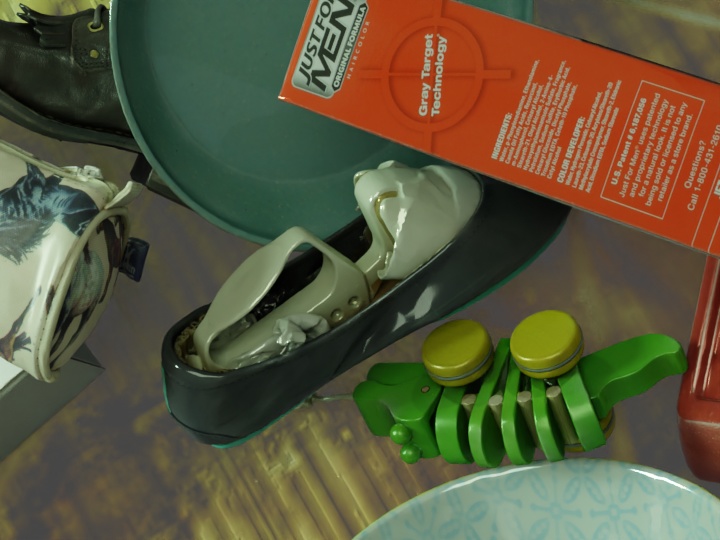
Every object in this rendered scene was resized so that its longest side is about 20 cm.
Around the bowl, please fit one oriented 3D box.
[{"bbox_3d":[0.074,0.180,0.733,0.199,0.200,0.108,-11,122,10],"label":"bowl"}]

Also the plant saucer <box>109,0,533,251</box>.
[{"bbox_3d":[-0.019,-0.109,0.796,0.199,0.036,0.201,-8,107,-26],"label":"plant saucer"}]

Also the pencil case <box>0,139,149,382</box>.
[{"bbox_3d":[-0.188,-0.037,0.771,0.199,0.078,0.090,28,84,11],"label":"pencil case"}]

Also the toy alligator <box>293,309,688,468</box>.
[{"bbox_3d":[0.039,0.060,0.784,0.199,0.059,0.054,-7,41,21],"label":"toy alligator"}]

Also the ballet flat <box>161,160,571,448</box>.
[{"bbox_3d":[0.000,0.000,0.776,0.200,0.073,0.073,-33,76,-5],"label":"ballet flat"}]

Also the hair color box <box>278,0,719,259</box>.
[{"bbox_3d":[0.080,-0.057,0.715,0.199,0.101,0.062,21,95,25],"label":"hair color box"}]

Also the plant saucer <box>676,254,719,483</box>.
[{"bbox_3d":[0.201,-0.009,0.716,0.037,0.199,0.201,15,84,-31],"label":"plant saucer"}]

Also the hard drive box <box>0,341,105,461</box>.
[{"bbox_3d":[-0.243,0.016,0.851,0.156,0.077,0.200,-39,76,3],"label":"hard drive box"}]

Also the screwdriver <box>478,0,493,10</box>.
[{"bbox_3d":[0.031,-0.183,0.856,0.029,0.028,0.201,-21,84,38],"label":"screwdriver"}]

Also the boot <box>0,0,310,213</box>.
[{"bbox_3d":[-0.087,-0.130,0.818,0.199,0.069,0.175,26,90,-26],"label":"boot"}]
